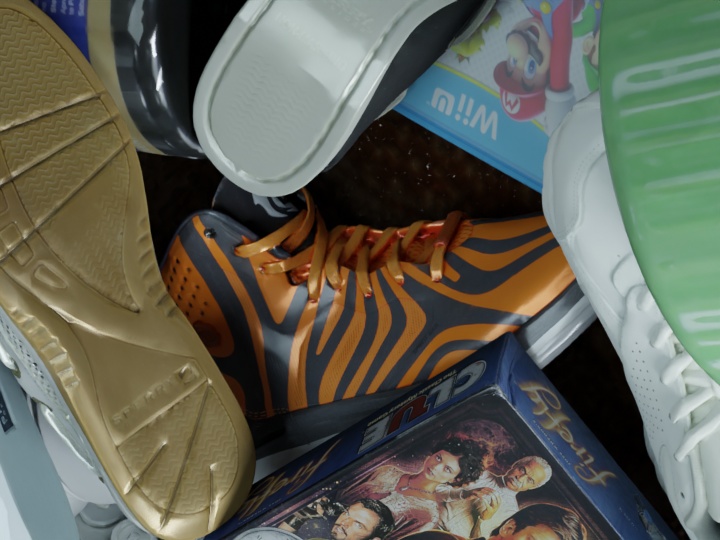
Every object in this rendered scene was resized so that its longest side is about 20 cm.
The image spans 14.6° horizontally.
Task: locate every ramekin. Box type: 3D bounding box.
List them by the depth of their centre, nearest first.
[{"bbox_3d":[0.156,-0.049,0.832,0.097,0.200,0.201,-9,102,37],"label":"ramekin"}]

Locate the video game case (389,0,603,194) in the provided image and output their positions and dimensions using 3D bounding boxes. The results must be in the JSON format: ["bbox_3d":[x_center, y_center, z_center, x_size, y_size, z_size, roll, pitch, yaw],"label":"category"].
[{"bbox_3d":[0.060,-0.134,0.931,0.143,0.018,0.201,31,118,36],"label":"video game case"}]

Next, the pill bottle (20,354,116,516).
[{"bbox_3d":[-0.166,0.048,1.083,0.199,0.112,0.113,-3,104,29],"label":"pill bottle"}]

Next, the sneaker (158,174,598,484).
[{"bbox_3d":[0.000,0.000,0.987,0.199,0.078,0.112,-29,103,30],"label":"sneaker"}]

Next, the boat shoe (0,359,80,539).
[{"bbox_3d":[-0.174,0.033,0.979,0.090,0.071,0.201,-19,92,12],"label":"boat shoe"}]

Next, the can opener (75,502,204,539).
[{"bbox_3d":[-0.026,0.129,1.078,0.199,0.053,0.067,22,150,23],"label":"can opener"}]

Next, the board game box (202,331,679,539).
[{"bbox_3d":[0.057,0.133,0.973,0.135,0.035,0.200,-32,107,27],"label":"board game box"}]

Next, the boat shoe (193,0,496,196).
[{"bbox_3d":[0.017,-0.106,0.924,0.074,0.060,0.200,39,124,5],"label":"boat shoe"}]

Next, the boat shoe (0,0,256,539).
[{"bbox_3d":[-0.106,0.001,0.960,0.069,0.071,0.201,4,119,61],"label":"boat shoe"}]

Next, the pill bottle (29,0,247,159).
[{"bbox_3d":[-0.131,-0.107,1.016,0.199,0.112,0.113,9,110,26],"label":"pill bottle"}]

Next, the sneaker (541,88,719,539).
[{"bbox_3d":[0.118,0.028,0.894,0.078,0.100,0.201,-23,125,6],"label":"sneaker"}]
